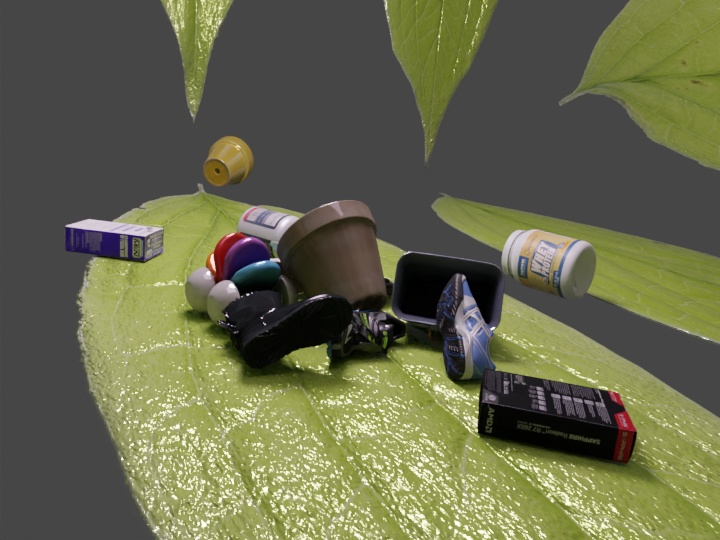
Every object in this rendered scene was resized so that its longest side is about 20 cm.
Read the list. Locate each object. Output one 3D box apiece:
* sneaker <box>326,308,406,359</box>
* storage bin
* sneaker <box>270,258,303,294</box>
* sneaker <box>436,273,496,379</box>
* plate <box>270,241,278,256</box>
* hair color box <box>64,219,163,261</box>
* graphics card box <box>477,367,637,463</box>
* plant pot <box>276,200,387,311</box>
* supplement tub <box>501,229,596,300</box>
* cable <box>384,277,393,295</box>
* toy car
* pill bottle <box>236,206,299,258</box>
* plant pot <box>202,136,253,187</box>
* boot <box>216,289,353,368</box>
[{"bbox_3d":[0.011,0.104,1.068,0.081,0.073,0.198,8,10,34],"label":"sneaker"},{"bbox_3d":[0.160,0.065,1.193,0.195,0.149,0.135,8,-15,8],"label":"storage bin"},{"bbox_3d":[-0.182,0.001,1.376,0.195,0.075,0.084,10,17,21],"label":"sneaker"},{"bbox_3d":[0.176,0.096,1.067,0.075,0.076,0.204,13,51,-17],"label":"sneaker"},{"bbox_3d":[-0.116,-0.006,1.404,0.197,0.026,0.200,28,-8,4],"label":"plate"},{"bbox_3d":[-0.581,-0.073,1.515,0.194,0.067,0.109,6,13,5],"label":"hair color box"},{"bbox_3d":[0.260,0.193,0.872,0.195,0.052,0.126,10,15,9],"label":"graphics card box"},{"bbox_3d":[-0.034,0.001,1.177,0.197,0.201,0.176,-6,58,-39],"label":"plant pot"},{"bbox_3d":[0.468,-0.019,1.592,0.143,0.149,0.198,-8,19,-43],"label":"supplement tub"},{"bbox_3d":[0.000,0.000,1.381,0.197,0.052,0.163,25,-8,-19],"label":"cable"},{"bbox_3d":[-0.214,0.011,1.167,0.172,0.154,0.198,-6,18,-40],"label":"toy car"},{"bbox_3d":[-0.203,-0.083,1.599,0.197,0.123,0.119,16,17,33],"label":"pill bottle"},{"bbox_3d":[-0.585,-0.456,2.763,0.195,0.205,0.190,9,29,10],"label":"plant pot"},{"bbox_3d":[-0.124,0.073,1.019,0.195,0.075,0.162,-25,24,-14],"label":"boot"}]
